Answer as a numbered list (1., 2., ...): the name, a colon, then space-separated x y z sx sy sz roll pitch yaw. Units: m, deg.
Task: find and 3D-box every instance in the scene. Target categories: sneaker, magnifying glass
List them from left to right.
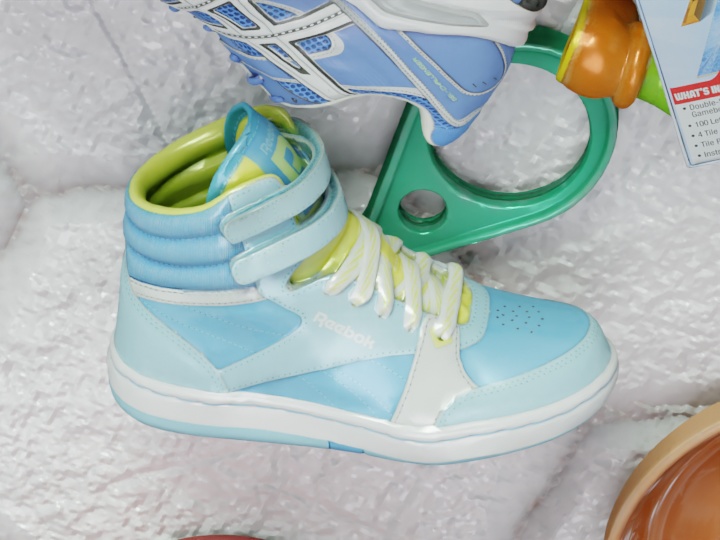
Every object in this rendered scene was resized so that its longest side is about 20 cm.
1. sneaker: -0.035 -0.101 1.042 0.199 0.076 0.077 17 116 -6
2. sneaker: 0.000 0.000 1.089 0.199 0.080 0.131 1 124 2
3. magnifying glass: 0.019 -0.021 1.131 0.079 0.022 0.200 39 119 -21

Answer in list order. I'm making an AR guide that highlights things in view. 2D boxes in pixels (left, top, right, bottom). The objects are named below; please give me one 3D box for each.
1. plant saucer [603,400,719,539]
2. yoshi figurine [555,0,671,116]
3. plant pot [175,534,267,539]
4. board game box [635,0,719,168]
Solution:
1. plant saucer: 0.200 0.123 1.212 0.199 0.032 0.201 2 125 3
2. yoshi figurine: 0.179 -0.086 1.049 0.199 0.113 0.112 19 169 6
3. plant pot: -0.061 0.220 1.206 0.199 0.178 0.201 1 124 2
4. board game box: 0.173 -0.136 0.893 0.199 0.041 0.200 -11 131 13
